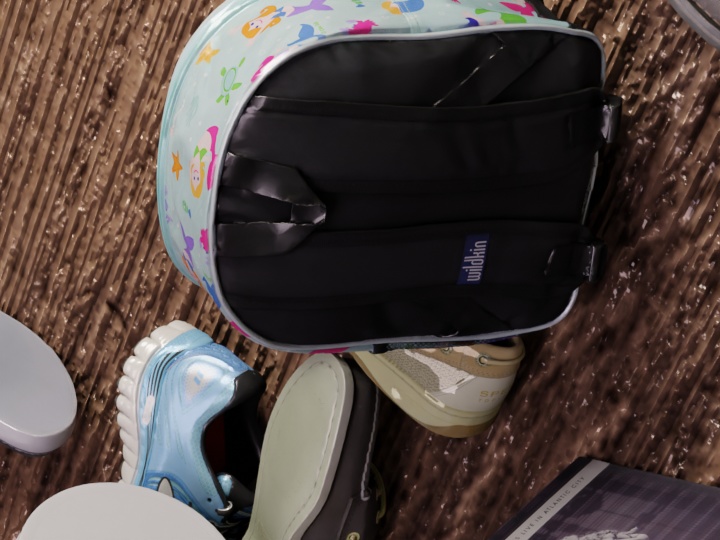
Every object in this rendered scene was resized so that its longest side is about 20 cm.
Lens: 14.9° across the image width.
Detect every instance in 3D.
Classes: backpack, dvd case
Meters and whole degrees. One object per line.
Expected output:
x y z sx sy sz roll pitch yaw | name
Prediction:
0.002 -0.054 1.299 0.151 0.199 0.178 41 132 51 | backpack
0.140 0.148 1.274 0.199 0.149 0.016 11 126 40 | dvd case

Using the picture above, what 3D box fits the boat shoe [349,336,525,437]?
-0.001 0.001 1.405 0.201 0.073 0.063 42 132 20 | boat shoe

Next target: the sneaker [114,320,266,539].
-0.090 0.134 1.533 0.090 0.078 0.201 18 117 33 | sneaker

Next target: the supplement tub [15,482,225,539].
-0.147 0.226 1.481 0.145 0.145 0.200 43 134 24 | supplement tub

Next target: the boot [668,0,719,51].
0.187 -0.198 1.167 0.174 0.069 0.201 -39 75 44 | boot

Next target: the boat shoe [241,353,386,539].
-0.021 0.130 1.481 0.072 0.060 0.202 59 138 49 | boat shoe

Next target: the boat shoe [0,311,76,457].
-0.243 0.061 1.657 0.200 0.070 0.066 35 133 30 | boat shoe
